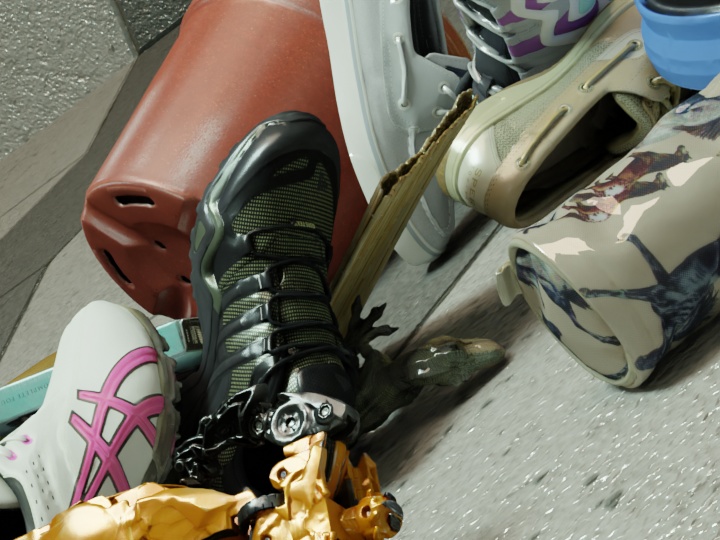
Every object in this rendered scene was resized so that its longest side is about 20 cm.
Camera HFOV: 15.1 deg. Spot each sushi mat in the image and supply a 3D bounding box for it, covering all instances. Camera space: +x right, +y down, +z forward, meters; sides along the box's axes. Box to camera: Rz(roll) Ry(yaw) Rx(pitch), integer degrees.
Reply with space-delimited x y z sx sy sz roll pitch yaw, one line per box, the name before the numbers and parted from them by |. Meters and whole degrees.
sushi mat | 0.000 0.000 1.349 0.096 0.012 0.200 -46 -12 -45

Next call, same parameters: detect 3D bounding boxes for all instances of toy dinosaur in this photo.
toy dinosaur | -0.014 0.068 1.322 0.200 0.047 0.088 -38 18 26

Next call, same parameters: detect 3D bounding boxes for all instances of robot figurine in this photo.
robot figurine | -0.066 0.131 1.082 0.199 0.058 0.146 -23 58 22

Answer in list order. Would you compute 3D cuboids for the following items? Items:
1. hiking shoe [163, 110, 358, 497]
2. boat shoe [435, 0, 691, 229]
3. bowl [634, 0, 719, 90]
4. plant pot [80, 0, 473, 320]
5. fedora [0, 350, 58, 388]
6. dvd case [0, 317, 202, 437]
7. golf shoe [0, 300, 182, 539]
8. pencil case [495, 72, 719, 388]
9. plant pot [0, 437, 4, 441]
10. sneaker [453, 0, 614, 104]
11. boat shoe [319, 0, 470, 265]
hiking shoe | -0.031 0.029 1.260 0.075 0.201 0.100 2 14 -43
boat shoe | 0.132 -0.085 1.394 0.200 0.072 0.065 -33 45 -22
bowl | 0.222 -0.160 1.317 0.200 0.039 0.201 -27 22 12
plant pot | -0.057 -0.069 1.646 0.200 0.201 0.196 -23 29 55
fedora | -0.215 0.124 1.621 0.200 0.082 0.201 -37 0 0
dvd case | -0.122 0.057 1.491 0.145 0.022 0.200 -21 -5 16
golf shoe | -0.133 0.088 1.226 0.073 0.092 0.201 -44 33 40
pencil case | 0.148 -0.041 1.114 0.200 0.078 0.089 -42 37 -7
plant pot | -0.279 0.158 1.399 0.200 0.200 0.177 -39 50 4
sneaker | 0.077 -0.107 1.440 0.078 0.199 0.140 44 108 38
boat shoe | 0.029 -0.106 1.513 0.068 0.201 0.072 -14 -8 24
